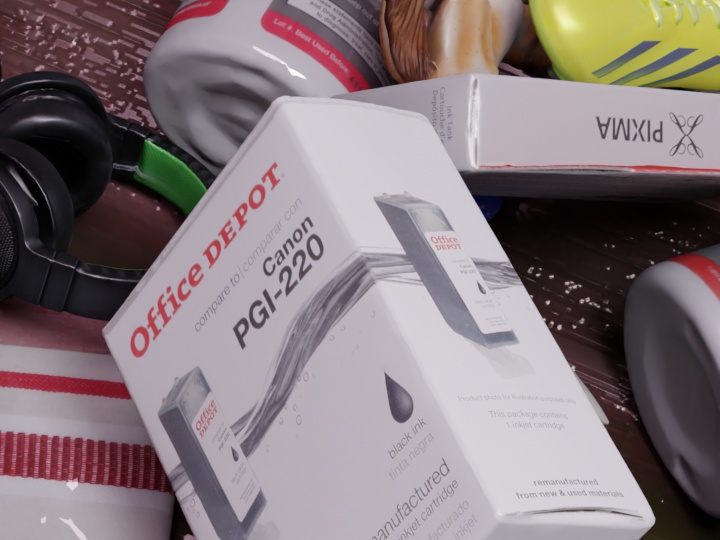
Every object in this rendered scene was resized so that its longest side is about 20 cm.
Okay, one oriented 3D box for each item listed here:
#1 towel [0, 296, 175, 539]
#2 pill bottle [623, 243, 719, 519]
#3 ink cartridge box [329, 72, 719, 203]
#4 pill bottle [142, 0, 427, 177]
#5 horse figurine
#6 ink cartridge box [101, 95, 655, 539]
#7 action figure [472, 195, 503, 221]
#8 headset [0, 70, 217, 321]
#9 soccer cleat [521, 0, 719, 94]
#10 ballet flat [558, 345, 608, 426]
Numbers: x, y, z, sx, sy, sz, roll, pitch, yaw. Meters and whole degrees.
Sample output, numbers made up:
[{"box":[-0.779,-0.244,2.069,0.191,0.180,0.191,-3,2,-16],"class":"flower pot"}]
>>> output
[{"box":[-0.150,0.091,1.030,0.144,0.023,0.200,6,59,-4],"class":"towel"},{"box":[0.224,0.024,1.049,0.200,0.114,0.114,-18,60,-16],"class":"pill bottle"},{"box":[0.117,-0.054,1.018,0.200,0.176,0.045,1,88,-40],"class":"ink cartridge box"},{"box":[-0.009,-0.135,1.134,0.111,0.111,0.200,23,59,10],"class":"pill bottle"},{"box":[0.049,-0.127,1.074,0.050,0.133,0.200,4,23,27],"class":"horse figurine"},{"box":[0.000,0.055,0.924,0.085,0.146,0.200,6,45,-41],"class":"ink cartridge box"},{"box":[0.000,0.000,1.067,0.099,0.065,0.200,27,56,-14],"class":"action figure"},{"box":[-0.155,-0.028,1.075,0.200,0.094,0.124,22,33,-1],"class":"headset"},{"box":[0.147,-0.111,1.093,0.200,0.084,0.065,5,69,-52],"class":"soccer cleat"},{"box":[0.075,0.077,1.009,0.064,0.067,0.200,18,26,-14],"class":"ballet flat"}]
